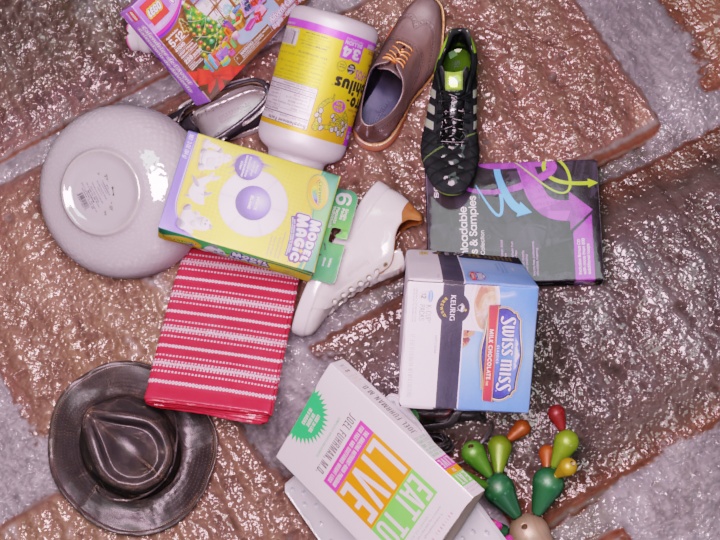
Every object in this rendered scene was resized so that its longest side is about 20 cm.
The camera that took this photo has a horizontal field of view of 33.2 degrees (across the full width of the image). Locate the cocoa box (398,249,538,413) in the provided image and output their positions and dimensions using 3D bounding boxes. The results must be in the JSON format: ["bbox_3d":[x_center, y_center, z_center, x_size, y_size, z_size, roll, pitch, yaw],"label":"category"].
[{"bbox_3d":[0.108,0.058,1.259,0.131,0.200,0.134,4,99,1],"label":"cocoa box"}]

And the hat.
[{"bbox_3d":[-0.260,0.192,1.323,0.200,0.081,0.201,-1,78,4],"label":"hat"}]

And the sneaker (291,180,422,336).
[{"bbox_3d":[0.000,0.000,1.356,0.085,0.073,0.200,33,82,7],"label":"sneaker"}]

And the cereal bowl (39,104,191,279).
[{"bbox_3d":[-0.274,-0.088,1.355,0.200,0.083,0.201,1,94,11],"label":"cereal bowl"}]

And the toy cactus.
[{"bbox_3d":[0.166,0.251,1.292,0.200,0.102,0.165,-32,90,-10],"label":"toy cactus"}]

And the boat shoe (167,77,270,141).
[{"bbox_3d":[-0.189,-0.165,1.407,0.200,0.060,0.074,-23,78,-2],"label":"boat shoe"}]

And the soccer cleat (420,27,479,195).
[{"bbox_3d":[0.103,-0.182,1.367,0.067,0.081,0.200,2,65,6],"label":"soccer cleat"}]

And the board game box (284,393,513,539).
[{"bbox_3d":[0.038,0.257,1.267,0.200,0.026,0.200,-44,77,33],"label":"board game box"}]

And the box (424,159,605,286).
[{"bbox_3d":[0.174,-0.052,1.379,0.199,0.036,0.143,-3,78,4],"label":"box"}]

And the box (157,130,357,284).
[{"bbox_3d":[-0.107,-0.065,1.304,0.200,0.048,0.118,16,76,-7],"label":"box"}]

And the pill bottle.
[{"bbox_3d":[-0.054,-0.191,1.371,0.104,0.104,0.200,17,98,6],"label":"pill bottle"}]

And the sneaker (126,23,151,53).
[{"bbox_3d":[-0.195,-0.333,1.440,0.088,0.081,0.200,28,87,4],"label":"sneaker"}]

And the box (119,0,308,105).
[{"bbox_3d":[-0.161,-0.306,1.386,0.137,0.039,0.200,50,63,-22],"label":"box"}]

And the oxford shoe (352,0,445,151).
[{"bbox_3d":[0.049,-0.238,1.404,0.071,0.073,0.200,20,79,7],"label":"oxford shoe"}]

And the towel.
[{"bbox_3d":[-0.151,0.070,1.350,0.144,0.023,0.200,7,61,6],"label":"towel"}]

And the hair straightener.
[{"bbox_3d":[0.048,0.184,1.341,0.199,0.041,0.077,-1,99,-3],"label":"hair straightener"}]

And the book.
[{"bbox_3d":[0.018,0.204,1.228,0.200,0.048,0.134,41,119,22],"label":"book"}]
